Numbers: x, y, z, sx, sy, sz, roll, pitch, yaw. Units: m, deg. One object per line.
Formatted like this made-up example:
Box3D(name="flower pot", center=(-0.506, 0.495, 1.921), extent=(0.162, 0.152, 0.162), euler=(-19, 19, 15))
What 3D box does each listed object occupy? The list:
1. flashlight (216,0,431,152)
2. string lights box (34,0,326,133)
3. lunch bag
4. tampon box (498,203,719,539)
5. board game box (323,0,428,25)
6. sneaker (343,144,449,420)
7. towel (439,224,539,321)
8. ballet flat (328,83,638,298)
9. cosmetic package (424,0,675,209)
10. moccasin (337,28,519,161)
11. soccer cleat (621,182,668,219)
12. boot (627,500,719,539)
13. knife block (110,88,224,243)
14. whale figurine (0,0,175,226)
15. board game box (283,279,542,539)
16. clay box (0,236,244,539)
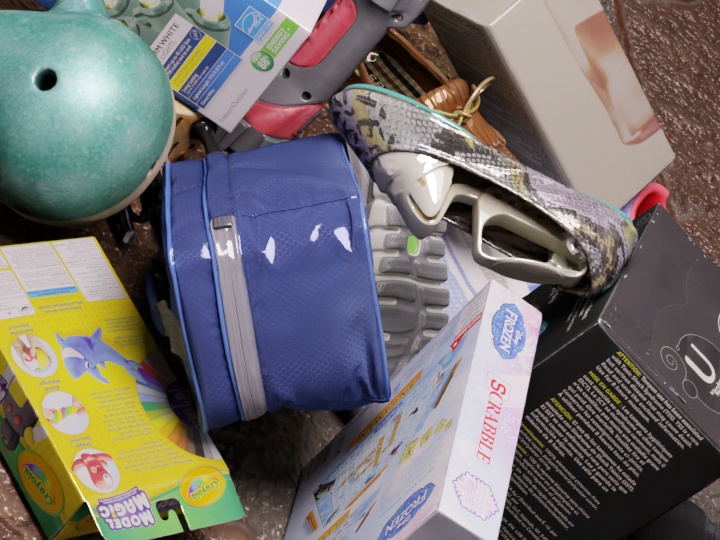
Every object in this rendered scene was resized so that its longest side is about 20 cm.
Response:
Box3D(name="flashlight", center=(-0.026, -0.153, 1.801), extent=(0.068, 0.200, 0.068), euler=(11, 45, -35))
Box3D(name="string lights box", center=(-0.131, -0.186, 1.709), extent=(0.200, 0.103, 0.059), euler=(33, 38, -10))
Box3D(name="lunch bag", center=(-0.061, 0.003, 1.617), extent=(0.132, 0.136, 0.200), euler=(-9, 18, -3))
Box3D(name="tampon box", center=(0.139, 0.085, 1.701), extent=(0.126, 0.200, 0.150), euler=(46, 36, -9))
Box3D(name="board game box", center=(-0.063, -0.257, 1.963), extent=(0.200, 0.062, 0.200), euler=(6, 29, -21))
Box3D(name="sneaker", center=(0.000, 0.000, 1.773), extent=(0.075, 0.115, 0.200), euler=(13, 84, -36))
Box3D(name="towel", center=(0.067, 0.003, 1.880), extent=(0.200, 0.024, 0.147), euler=(-4, 57, -45))
Box3D(name="ballet flat", center=(0.065, -0.041, 1.605), extent=(0.200, 0.072, 0.072), euler=(26, 37, -2))
Box3D(name="cosmetic package", center=(0.130, -0.138, 1.925), extent=(0.103, 0.087, 0.200), euler=(34, -20, 49))
Box3D(name="moccasin", center=(0.053, -0.104, 1.886), extent=(0.074, 0.078, 0.201), euler=(-20, 51, -23))
Box3D(name="soccer cleat", center=(0.220, 0.031, 1.950), extent=(0.067, 0.076, 0.200), euler=(7, 48, -39))
Box3D(name="boot", center=(0.175, 0.209, 1.731), extent=(0.165, 0.066, 0.200), euler=(42, 39, -19))
Box3D(name="knife block", center=(-0.130, -0.104, 1.769), extent=(0.176, 0.064, 0.200), euler=(39, 35, -6))
Box3D(name="whale figurine", center=(-0.208, -0.114, 1.641), extent=(0.200, 0.159, 0.104), euler=(32, -11, 13))
Box3D(name="board game box", center=(0.018, 0.132, 1.553), extent=(0.041, 0.200, 0.200), euler=(33, 38, -13))
Box3D(name="clay box", center=(-0.159, 0.076, 1.572), extent=(0.115, 0.048, 0.200), euler=(-7, 60, -47))
